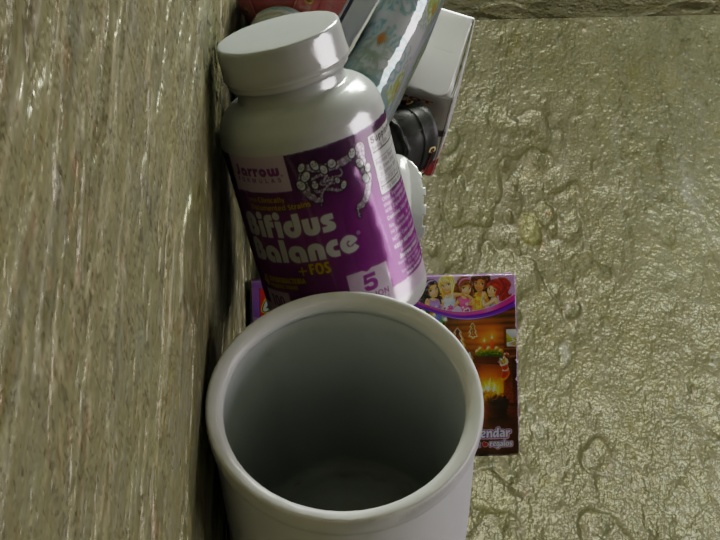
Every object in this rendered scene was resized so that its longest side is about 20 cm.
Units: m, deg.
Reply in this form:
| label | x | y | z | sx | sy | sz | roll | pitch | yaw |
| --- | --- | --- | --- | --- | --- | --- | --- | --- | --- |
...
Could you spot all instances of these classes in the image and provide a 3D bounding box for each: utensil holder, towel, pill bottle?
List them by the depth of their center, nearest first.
| label | x | y | z | sx | sy | sz | roll | pitch | yaw |
| --- | --- | --- | --- | --- | --- | --- | --- | --- | --- |
| utensil holder | -0.009 | 0.140 | 1.171 | 0.200 | 0.170 | 0.170 | 89 | 2 | -52 |
| pill bottle | -0.030 | -0.065 | 1.196 | 0.112 | 0.112 | 0.200 | -84 | 160 | -67 |
| towel | 0.017 | -0.161 | 1.403 | 0.200 | 0.048 | 0.171 | 113 | 1 | -67 |

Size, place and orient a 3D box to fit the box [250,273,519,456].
| label | x | y | z | sx | sy | sz | roll | pitch | yaw |
| --- | --- | --- | --- | --- | --- | --- | --- | --- | --- |
| box | 0.018 | 0.072 | 1.355 | 0.039 | 0.200 | 0.137 | -155 | -117 | -88 |

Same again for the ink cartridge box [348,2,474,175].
| label | x | y | z | sx | sy | sz | roll | pitch | yaw |
| --- | --- | --- | --- | --- | --- | --- | --- | --- | --- |
| ink cartridge box | 0.017 | -0.173 | 1.620 | 0.200 | 0.147 | 0.083 | 103 | 5 | -73 |

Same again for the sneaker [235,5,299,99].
| label | x | y | z | sx | sy | sz | roll | pitch | yaw |
| --- | --- | --- | --- | --- | --- | --- | --- | --- | --- |
| sneaker | -0.058 | -0.083 | 1.293 | 0.082 | 0.074 | 0.200 | -70 | 152 | -58 |

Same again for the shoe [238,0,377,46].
| label | x | y | z | sx | sy | sz | roll | pitch | yaw |
| --- | --- | --- | --- | --- | --- | --- | --- | --- | --- |
| shoe | -0.054 | -0.174 | 1.330 | 0.200 | 0.091 | 0.072 | -57 | -174 | 36 |

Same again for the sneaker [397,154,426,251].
| label | x | y | z | sx | sy | sz | roll | pitch | yaw |
| --- | --- | --- | --- | --- | --- | --- | --- | --- | --- |
| sneaker | 0.000 | 0.000 | 1.413 | 0.076 | 0.080 | 0.200 | 129 | -29 | -72 |

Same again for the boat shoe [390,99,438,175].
| label | x | y | z | sx | sy | sz | roll | pitch | yaw |
| --- | --- | --- | --- | --- | --- | --- | --- | --- | --- |
| boat shoe | 0.021 | -0.092 | 1.591 | 0.074 | 0.063 | 0.201 | 62 | -18 | 9 |
